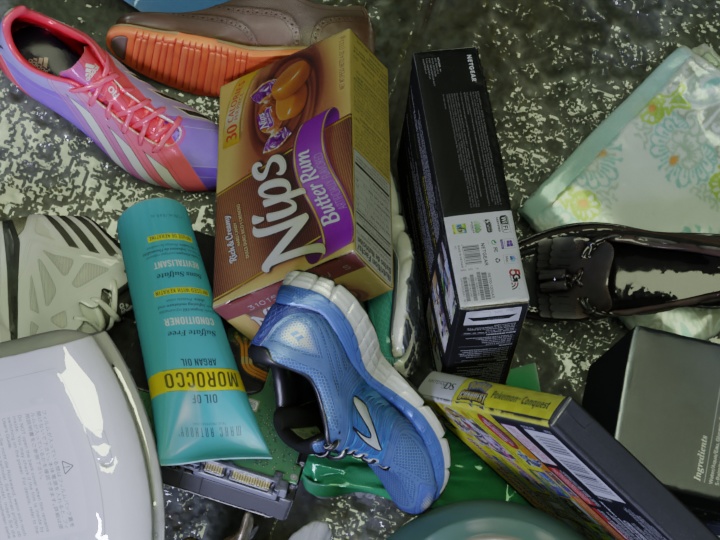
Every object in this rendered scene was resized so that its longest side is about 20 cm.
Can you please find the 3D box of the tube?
[{"bbox_3d":[-0.119,0.044,1.269,0.077,0.050,0.200,-4,55,-23],"label":"tube"}]

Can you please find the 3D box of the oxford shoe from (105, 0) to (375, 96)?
[{"bbox_3d":[-0.087,-0.173,1.400,0.199,0.071,0.073,6,66,-13],"label":"oxford shoe"}]

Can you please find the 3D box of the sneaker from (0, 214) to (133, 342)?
[{"bbox_3d":[-0.198,0.043,1.317,0.115,0.076,0.201,-10,63,-9],"label":"sneaker"}]

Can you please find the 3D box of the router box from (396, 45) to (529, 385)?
[{"bbox_3d":[0.068,-0.031,1.313,0.051,0.149,0.201,-6,63,-7],"label":"router box"}]

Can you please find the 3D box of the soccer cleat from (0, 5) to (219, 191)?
[{"bbox_3d":[-0.178,-0.123,1.369,0.200,0.076,0.067,33,76,3],"label":"soccer cleat"}]

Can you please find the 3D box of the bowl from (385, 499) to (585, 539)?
[{"bbox_3d":[0.084,0.238,1.235,0.200,0.105,0.201,0,71,1],"label":"bowl"}]

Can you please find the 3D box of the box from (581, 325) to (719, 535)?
[{"bbox_3d":[0.259,0.123,1.320,0.199,0.148,0.107,13,76,-3],"label":"box"}]

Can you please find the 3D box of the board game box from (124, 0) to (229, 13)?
[{"bbox_3d":[-0.132,-0.265,1.418,0.200,0.039,0.158,33,89,-19],"label":"board game box"}]

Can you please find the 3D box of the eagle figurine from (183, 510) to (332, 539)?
[{"bbox_3d":[-0.076,0.274,1.268,0.151,0.151,0.200,-11,67,-23],"label":"eagle figurine"}]

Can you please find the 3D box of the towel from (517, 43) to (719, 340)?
[{"bbox_3d":[0.241,-0.052,1.410,0.200,0.048,0.171,-44,84,-13],"label":"towel"}]

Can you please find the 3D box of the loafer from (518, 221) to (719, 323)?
[{"bbox_3d":[0.188,0.000,1.342,0.199,0.063,0.072,-3,91,4],"label":"loafer"}]

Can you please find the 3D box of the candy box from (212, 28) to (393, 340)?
[{"bbox_3d":[-0.040,-0.060,1.317,0.116,0.056,0.200,-21,48,25],"label":"candy box"}]

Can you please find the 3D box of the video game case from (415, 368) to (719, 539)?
[{"bbox_3d":[0.147,0.141,1.246,0.200,0.181,0.026,43,74,-22],"label":"video game case"}]

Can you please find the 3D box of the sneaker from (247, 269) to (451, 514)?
[{"bbox_3d":[-0.014,0.095,1.247,0.089,0.078,0.200,-49,123,-23],"label":"sneaker"}]

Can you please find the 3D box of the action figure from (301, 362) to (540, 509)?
[{"bbox_3d":[0.027,0.126,1.344,0.199,0.055,0.119,0,79,-10],"label":"action figure"}]

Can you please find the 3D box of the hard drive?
[{"bbox_3d":[-0.091,0.068,1.310,0.139,0.038,0.200,17,46,-2],"label":"hard drive"}]

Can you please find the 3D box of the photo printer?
[{"bbox_3d":[-0.220,0.128,1.214,0.199,0.069,0.167,-14,92,24],"label":"photo printer"}]

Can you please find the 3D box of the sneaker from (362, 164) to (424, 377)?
[{"bbox_3d":[0.000,0.000,1.340,0.079,0.078,0.200,-13,46,-3],"label":"sneaker"}]
